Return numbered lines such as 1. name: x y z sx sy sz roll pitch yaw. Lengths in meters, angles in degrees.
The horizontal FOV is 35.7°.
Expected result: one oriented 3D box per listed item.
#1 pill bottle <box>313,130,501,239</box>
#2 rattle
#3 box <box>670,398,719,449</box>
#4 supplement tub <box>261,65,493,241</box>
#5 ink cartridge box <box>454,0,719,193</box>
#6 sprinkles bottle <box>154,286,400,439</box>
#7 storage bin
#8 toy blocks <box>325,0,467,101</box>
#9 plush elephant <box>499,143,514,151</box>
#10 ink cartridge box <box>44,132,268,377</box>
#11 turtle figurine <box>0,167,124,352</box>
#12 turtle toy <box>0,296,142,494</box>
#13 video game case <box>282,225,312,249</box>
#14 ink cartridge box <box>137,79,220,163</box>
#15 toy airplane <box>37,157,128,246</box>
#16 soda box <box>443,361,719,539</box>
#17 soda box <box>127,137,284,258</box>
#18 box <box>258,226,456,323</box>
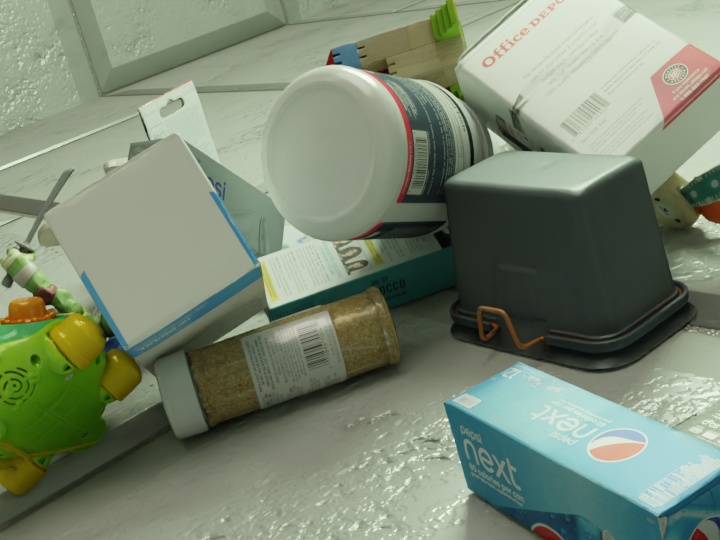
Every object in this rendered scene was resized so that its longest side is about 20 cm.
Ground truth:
1. pill bottle: 0.044 -0.082 1.160 0.196 0.114 0.112 -10 18 -10
2. rattle: 0.245 -0.052 1.033 0.199 0.132 0.142 34 58 31
3. box: 0.286 0.103 0.601 0.158 0.050 0.199 -22 20 -25
4. supplement tub: 0.020 -0.099 0.975 0.138 0.143 0.199 -3 1 32
5. ink cartridge box: 0.201 -0.158 0.993 0.145 0.085 0.200 -41 55 -6
6. sprinkles bottle: -0.068 0.076 0.925 0.197 0.069 0.068 -18 19 -8
7. storage bin: 0.148 -0.016 0.905 0.144 0.137 0.198 -28 22 -31
8. toy blocks: 0.046 -0.186 1.118 0.134 0.102 0.200 -15 -15 10
9. plush elephant: 0.207 -0.191 1.300 0.163 0.157 0.199 -27 22 -30
10. ink cartridge box: -0.163 -0.002 0.947 0.124 0.130 0.200 -33 -10 -9
11. turtle figurine: -0.323 0.042 1.116 0.191 0.203 0.144 -21 -15 -3
12. turtle toy: -0.260 0.096 0.908 0.146 0.201 0.101 -43 64 -8
13. video game case: -0.073 -0.011 1.232 0.197 0.024 0.182 -3 23 34
14. ink cartridge box: -0.192 -0.087 1.188 0.050 0.203 0.109 -6 21 28
15. toy airplane: -0.244 -0.054 1.310 0.197 0.144 0.198 -21 -17 26
16. soda box: 0.132 0.119 0.648 0.063 0.069 0.199 -24 21 -21
17. soda box: -0.153 -0.063 1.133 0.062 0.070 0.199 -4 -20 28
18. box: 0.000 0.000 1.073 0.197 0.050 0.083 -19 39 -8
